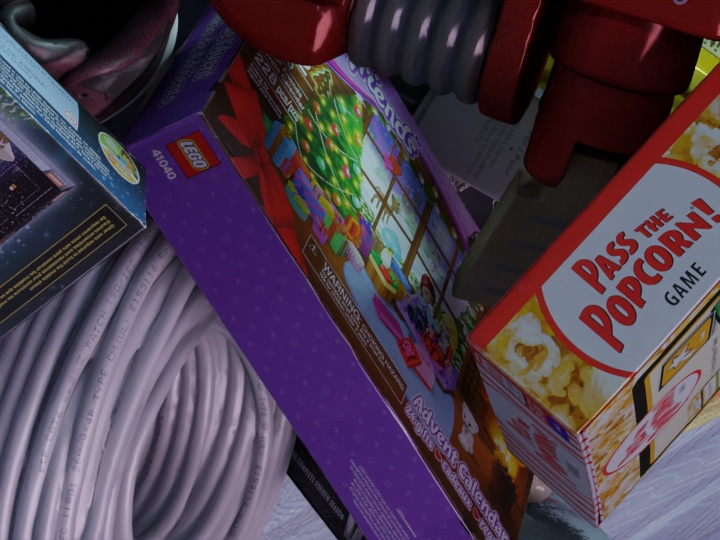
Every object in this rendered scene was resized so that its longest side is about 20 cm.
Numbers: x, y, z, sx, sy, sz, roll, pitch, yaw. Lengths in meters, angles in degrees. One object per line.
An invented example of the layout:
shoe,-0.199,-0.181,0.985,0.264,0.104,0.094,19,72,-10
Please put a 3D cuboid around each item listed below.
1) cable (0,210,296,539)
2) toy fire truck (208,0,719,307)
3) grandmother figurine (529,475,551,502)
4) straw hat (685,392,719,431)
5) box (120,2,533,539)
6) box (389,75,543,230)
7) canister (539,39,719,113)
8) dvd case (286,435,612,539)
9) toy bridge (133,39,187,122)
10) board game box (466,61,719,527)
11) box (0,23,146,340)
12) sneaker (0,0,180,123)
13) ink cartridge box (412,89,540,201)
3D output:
cable,-0.082,0.057,0.804,0.200,0.069,0.200,-18,122,-66
toy fire truck,0.032,-0.076,0.714,0.129,0.176,0.200,-41,148,-70
grandmother figurine,0.048,0.042,0.929,0.061,0.121,0.200,-34,169,36
straw hat,0.181,-0.009,1.146,0.201,0.085,0.201,-28,151,-17
box,0.000,0.000,0.777,0.039,0.137,0.200,-22,114,25
box,0.060,-0.062,0.973,0.200,0.044,0.160,-33,148,-18
canister,0.132,-0.149,0.822,0.086,0.149,0.200,29,94,-35
dvd case,0.031,0.091,0.935,0.146,0.200,0.022,18,101,-25
toy bridge,-0.055,-0.056,0.858,0.067,0.027,0.200,-10,136,-43
board game box,0.122,-0.018,0.705,0.200,0.046,0.152,-47,163,-7
box,-0.181,-0.008,0.645,0.200,0.038,0.137,-36,118,15
sneaker,-0.133,-0.046,0.690,0.200,0.076,0.116,-45,-174,-15
ink cartridge box,0.135,-0.008,0.885,0.057,0.200,0.162,-57,148,8
